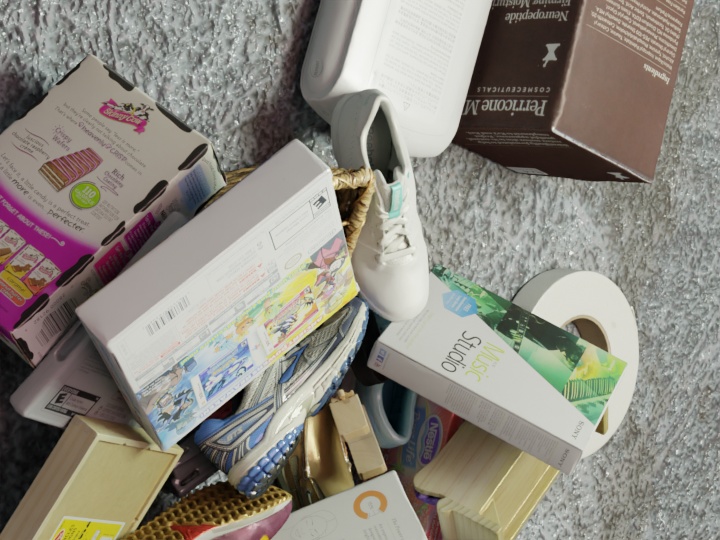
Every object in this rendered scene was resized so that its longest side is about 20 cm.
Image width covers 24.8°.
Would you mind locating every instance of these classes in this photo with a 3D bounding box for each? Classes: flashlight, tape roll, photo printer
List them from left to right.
[{"bbox_3d":[-0.103,0.109,1.397,0.200,0.068,0.068,-34,109,-29],"label":"flashlight"},{"bbox_3d":[0.033,-0.208,1.479,0.166,0.069,0.200,21,81,-41],"label":"photo printer"},{"bbox_3d":[0.216,0.097,1.708,0.203,0.037,0.203,-5,98,-43],"label":"tape roll"}]

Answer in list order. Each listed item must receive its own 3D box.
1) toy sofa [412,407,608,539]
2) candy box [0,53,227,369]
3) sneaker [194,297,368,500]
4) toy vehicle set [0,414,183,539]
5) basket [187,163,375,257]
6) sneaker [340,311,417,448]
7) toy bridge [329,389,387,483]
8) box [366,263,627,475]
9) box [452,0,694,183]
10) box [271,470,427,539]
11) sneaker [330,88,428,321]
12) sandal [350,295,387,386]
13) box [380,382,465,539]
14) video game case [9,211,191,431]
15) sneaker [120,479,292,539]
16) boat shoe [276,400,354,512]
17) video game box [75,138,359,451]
[{"bbox_3d":[0.138,0.171,1.494,0.200,0.097,0.083,-50,148,-29],"label":"toy sofa"},{"bbox_3d":[-0.216,-0.046,1.192,0.200,0.136,0.061,-45,154,-15],"label":"candy box"},{"bbox_3d":[-0.064,0.086,1.345,0.085,0.077,0.200,34,59,5],"label":"sneaker"},{"bbox_3d":[-0.225,0.207,1.245,0.200,0.026,0.124,-58,153,2],"label":"toy vehicle set"},{"bbox_3d":[-0.097,-0.003,1.328,0.200,0.149,0.143,-16,105,-42],"label":"basket"},{"bbox_3d":[0.032,0.065,1.502,0.074,0.082,0.200,-3,97,-44],"label":"sneaker"},{"bbox_3d":[0.000,0.148,1.430,0.027,0.067,0.200,-19,149,-1],"label":"toy bridge"},{"bbox_3d":[0.123,0.082,1.435,0.144,0.200,0.036,-50,166,-52],"label":"box"},{"bbox_3d":[0.192,-0.203,1.562,0.164,0.166,0.200,21,80,-43],"label":"box"},{"bbox_3d":[-0.034,0.274,1.365,0.200,0.124,0.098,-22,138,-6],"label":"box"},{"bbox_3d":[0.020,-0.053,1.378,0.075,0.088,0.200,-14,95,-16],"label":"sneaker"},{"bbox_3d":[0.000,0.001,1.451,0.075,0.048,0.201,-4,77,-73],"label":"sandal"},{"bbox_3d":[0.078,0.164,1.547,0.103,0.095,0.200,20,81,-42],"label":"box"},{"bbox_3d":[-0.148,0.054,1.236,0.182,0.023,0.200,-48,154,4],"label":"video game case"},{"bbox_3d":[-0.131,0.238,1.312,0.200,0.075,0.090,-24,118,-43],"label":"sneaker"},{"bbox_3d":[-0.027,0.198,1.465,0.072,0.076,0.200,-17,106,-41],"label":"boat shoe"},{"bbox_3d":[-0.096,0.022,1.190,0.200,0.047,0.182,-39,151,-15],"label":"video game box"}]
